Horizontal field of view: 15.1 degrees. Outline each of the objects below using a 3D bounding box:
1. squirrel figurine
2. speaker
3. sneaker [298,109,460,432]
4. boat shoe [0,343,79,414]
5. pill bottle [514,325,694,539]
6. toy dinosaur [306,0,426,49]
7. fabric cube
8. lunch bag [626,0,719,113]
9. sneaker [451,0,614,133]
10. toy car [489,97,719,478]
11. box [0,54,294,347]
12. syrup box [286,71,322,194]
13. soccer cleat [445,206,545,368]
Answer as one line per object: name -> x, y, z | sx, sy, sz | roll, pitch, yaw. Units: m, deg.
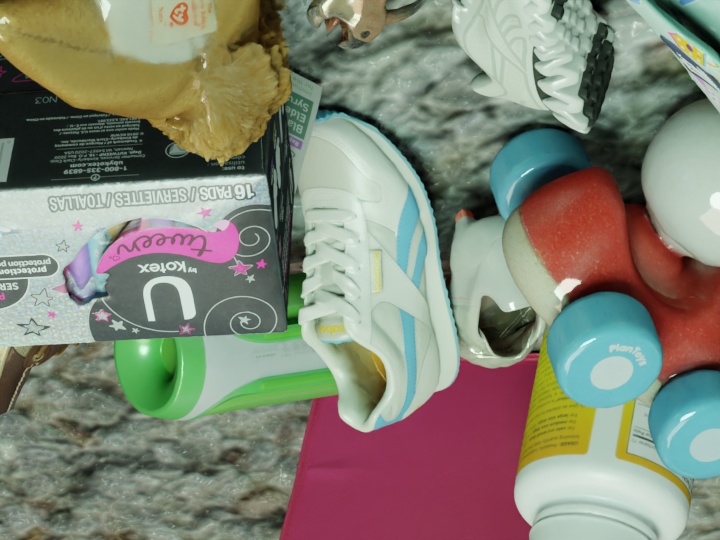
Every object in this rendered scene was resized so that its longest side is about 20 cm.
squirrel figurine -> -0.124, -0.148, 1.390 | 0.200, 0.142, 0.187 | 43, 176, -38
speaker -> -0.054, 0.044, 1.704 | 0.199, 0.089, 0.088 | -6, 166, -40
sneaker -> 0.000, 0.000, 1.636 | 0.076, 0.081, 0.201 | -1, 116, 42
boat shoe -> -0.192, 0.026, 1.666 | 0.071, 0.072, 0.201 | 10, 136, -15
pill bottle -> 0.157, 0.100, 1.681 | 0.108, 0.201, 0.109 | 10, 150, 6
toy dinosaur -> 0.016, -0.208, 1.342 | 0.135, 0.086, 0.200 | 26, 142, -22
fabric cube -> 0.072, 0.187, 1.866 | 0.195, 0.201, 0.200 | 1, 146, 22
lunch bag -> 0.224, -0.130, 1.351 | 0.199, 0.123, 0.170 | -2, 150, 39
sneaker -> 0.082, -0.145, 1.435 | 0.081, 0.075, 0.200 | 13, 151, 19
toy car -> 0.200, -0.025, 1.535 | 0.200, 0.185, 0.177 | -40, 126, 21
box -> -0.139, -0.040, 1.476 | 0.198, 0.133, 0.115 | -4, 131, 5
syrup box -> -0.107, -0.058, 1.640 | 0.078, 0.082, 0.200 | 26, 147, -19
soccer cleat -> 0.084, 0.029, 1.689 | 0.069, 0.078, 0.200 | -13, 156, -3
